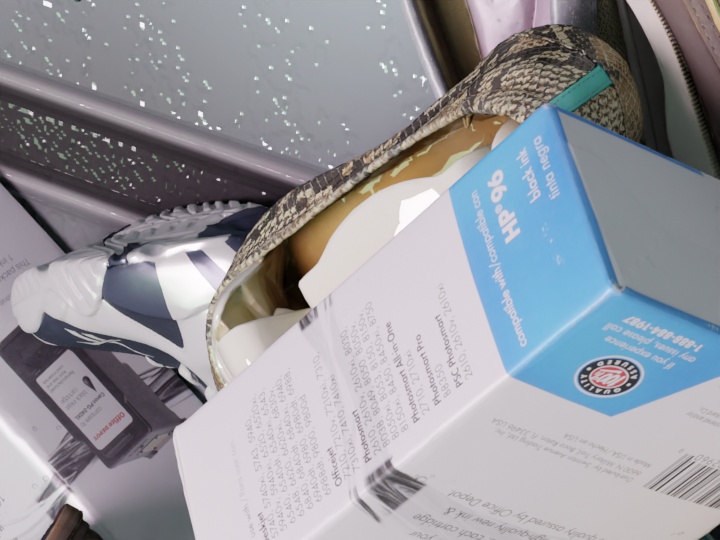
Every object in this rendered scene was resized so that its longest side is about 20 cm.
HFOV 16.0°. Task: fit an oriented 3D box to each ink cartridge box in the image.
[{"bbox_3d":[-0.133,0.084,0.980,0.200,0.083,0.145,47,132,3],"label":"ink cartridge box"},{"bbox_3d":[0.030,0.052,0.719,0.200,0.116,0.068,-41,47,30],"label":"ink cartridge box"}]

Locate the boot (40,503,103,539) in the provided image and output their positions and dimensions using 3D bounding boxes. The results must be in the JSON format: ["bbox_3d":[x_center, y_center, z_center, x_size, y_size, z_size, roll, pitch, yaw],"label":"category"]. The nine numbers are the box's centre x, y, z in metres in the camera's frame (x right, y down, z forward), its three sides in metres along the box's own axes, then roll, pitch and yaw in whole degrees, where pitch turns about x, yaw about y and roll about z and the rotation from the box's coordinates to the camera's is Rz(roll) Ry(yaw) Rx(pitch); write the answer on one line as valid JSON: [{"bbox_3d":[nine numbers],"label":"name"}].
[{"bbox_3d":[-0.089,0.164,0.903,0.097,0.075,0.200,25,135,6],"label":"boot"}]

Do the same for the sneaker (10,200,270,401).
[{"bbox_3d":[-0.028,0.042,0.883,0.199,0.079,0.130,-9,101,28],"label":"sneaker"}]

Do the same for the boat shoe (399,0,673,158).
[{"bbox_3d":[0.038,-0.096,0.767,0.074,0.065,0.202,-6,111,37],"label":"boat shoe"}]

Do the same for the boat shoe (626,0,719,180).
[{"bbox_3d":[0.105,-0.091,0.719,0.060,0.072,0.200,-6,116,39],"label":"boat shoe"}]

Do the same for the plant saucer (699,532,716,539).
[{"bbox_3d":[0.029,0.119,0.862,0.200,0.027,0.200,-2,134,-2],"label":"plant saucer"}]

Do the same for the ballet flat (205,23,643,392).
[{"bbox_3d":[0.000,0.000,0.752,0.068,0.075,0.200,51,128,3],"label":"ballet flat"}]
